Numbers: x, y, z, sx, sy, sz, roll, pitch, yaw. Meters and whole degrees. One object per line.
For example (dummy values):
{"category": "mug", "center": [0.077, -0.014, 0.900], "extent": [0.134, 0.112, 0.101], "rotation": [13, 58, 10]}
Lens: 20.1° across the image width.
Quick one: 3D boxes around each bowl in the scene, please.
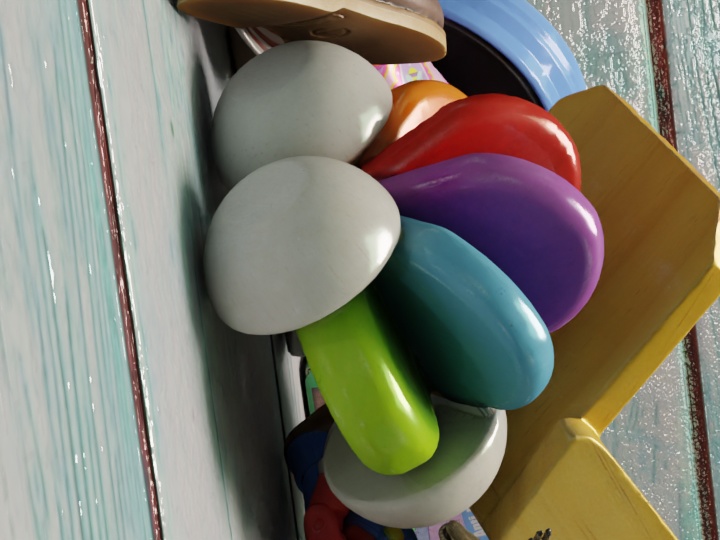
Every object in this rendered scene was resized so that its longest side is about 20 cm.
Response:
{"category": "bowl", "center": [0.044, -0.111, 1.278], "extent": [0.039, 0.200, 0.201], "rotation": [-59, 154, -34]}

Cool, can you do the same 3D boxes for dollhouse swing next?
{"category": "dollhouse swing", "center": [0.119, 0.048, 0.982], "extent": [0.182, 0.176, 0.200], "rotation": [49, 4, -34]}

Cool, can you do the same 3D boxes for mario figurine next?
{"category": "mario figurine", "center": [0.021, 0.141, 0.943], "extent": [0.106, 0.123, 0.200], "rotation": [-53, -157, 21]}

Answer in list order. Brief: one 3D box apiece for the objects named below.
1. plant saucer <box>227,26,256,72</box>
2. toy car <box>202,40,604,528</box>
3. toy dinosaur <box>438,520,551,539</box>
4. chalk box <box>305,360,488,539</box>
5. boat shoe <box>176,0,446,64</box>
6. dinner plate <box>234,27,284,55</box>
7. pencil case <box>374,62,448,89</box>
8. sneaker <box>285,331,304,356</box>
{"category": "plant saucer", "center": [-0.051, -0.157, 1.060], "extent": [0.200, 0.029, 0.201], "rotation": [-6, 90, -87]}
{"category": "toy car", "center": [0.029, -0.005, 0.858], "extent": [0.200, 0.149, 0.175], "rotation": [-92, 157, -53]}
{"category": "toy dinosaur", "center": [0.079, 0.180, 0.817], "extent": [0.101, 0.058, 0.201], "rotation": [111, -25, -53]}
{"category": "chalk box", "center": [0.036, 0.090, 1.218], "extent": [0.200, 0.123, 0.125], "rotation": [-87, 170, -71]}
{"category": "boat shoe", "center": [-0.015, -0.134, 0.886], "extent": [0.200, 0.070, 0.071], "rotation": [12, 74, -67]}
{"category": "dinner plate", "center": [-0.036, -0.186, 0.954], "extent": [0.200, 0.024, 0.201], "rotation": [8, 81, -60]}
{"category": "pencil case", "center": [0.032, -0.081, 1.221], "extent": [0.200, 0.087, 0.088], "rotation": [50, 20, -27]}
{"category": "sneaker", "center": [0.000, 0.000, 1.139], "extent": [0.200, 0.082, 0.075], "rotation": [-87, 169, -70]}
